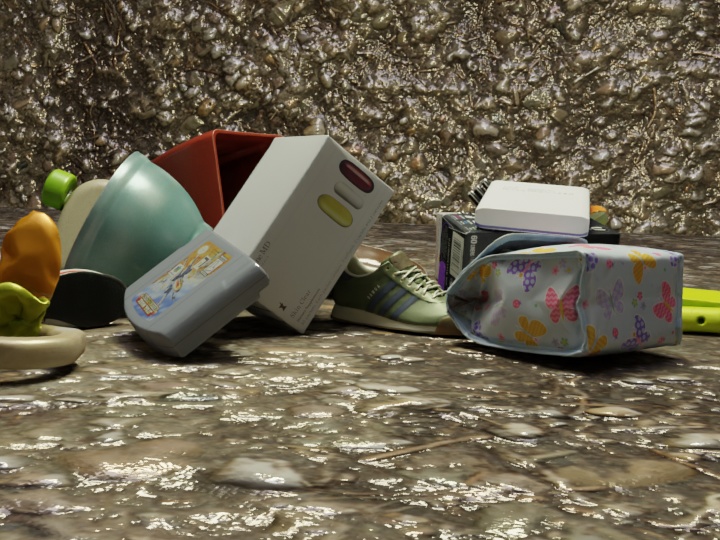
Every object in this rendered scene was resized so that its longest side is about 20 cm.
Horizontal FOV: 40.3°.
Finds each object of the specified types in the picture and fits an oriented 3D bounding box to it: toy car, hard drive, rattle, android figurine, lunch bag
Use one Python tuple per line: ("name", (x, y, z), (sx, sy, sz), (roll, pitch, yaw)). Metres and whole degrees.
("toy car", (-0.381, -0.039, 1.443), (0.164, 0.158, 0.200), (21, -11, 0))
("hard drive", (0.220, -0.080, 1.231), (0.132, 0.025, 0.200), (6, 16, 12))
("rattle", (-0.315, 0.028, 0.837), (0.130, 0.143, 0.200), (23, 6, 17))
("android figurine", (0.417, 0.047, 1.250), (0.200, 0.041, 0.182), (4, 7, 16))
("lunch bag", (0.210, 0.024, 1.039), (0.169, 0.127, 0.200), (-1, -1, -37))

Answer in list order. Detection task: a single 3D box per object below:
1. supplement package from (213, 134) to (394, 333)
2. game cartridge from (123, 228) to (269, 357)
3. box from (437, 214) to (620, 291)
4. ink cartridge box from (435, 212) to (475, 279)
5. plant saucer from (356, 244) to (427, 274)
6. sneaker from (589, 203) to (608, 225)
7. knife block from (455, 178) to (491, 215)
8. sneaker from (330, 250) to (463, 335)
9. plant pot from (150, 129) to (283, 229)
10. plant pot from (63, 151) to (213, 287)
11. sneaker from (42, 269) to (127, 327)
("supplement package", (-0.085, -0.048, 1.156), (0.111, 0.200, 0.156), (37, -12, -26))
("game cartridge", (-0.179, 0.022, 1.019), (0.133, 0.042, 0.200), (-35, 24, -13))
("box", (0.206, -0.001, 1.222), (0.200, 0.122, 0.106), (-1, 15, -12))
("ink cartridge box", (0.163, -0.037, 1.622), (0.068, 0.115, 0.200), (2, 5, -2))
("plant saucer", (0.000, 0.000, 1.475), (0.200, 0.032, 0.200), (11, 15, -3))
("sneaker", (0.248, -0.018, 1.321), (0.200, 0.092, 0.076), (-27, 19, -1))
("knife block", (0.235, -0.040, 1.384), (0.200, 0.176, 0.064), (3, 7, 13))
("sneaker", (0.050, 0.022, 1.157), (0.200, 0.090, 0.067), (6, 7, 33))
("plant pot", (-0.230, -0.100, 1.515), (0.176, 0.200, 0.200), (-6, 1, 26))
("plant pot", (-0.272, -0.032, 1.251), (0.134, 0.200, 0.200), (28, 5, -4))
("sneaker", (-0.372, 0.029, 1.100), (0.201, 0.067, 0.108), (-8, 13, -43))
